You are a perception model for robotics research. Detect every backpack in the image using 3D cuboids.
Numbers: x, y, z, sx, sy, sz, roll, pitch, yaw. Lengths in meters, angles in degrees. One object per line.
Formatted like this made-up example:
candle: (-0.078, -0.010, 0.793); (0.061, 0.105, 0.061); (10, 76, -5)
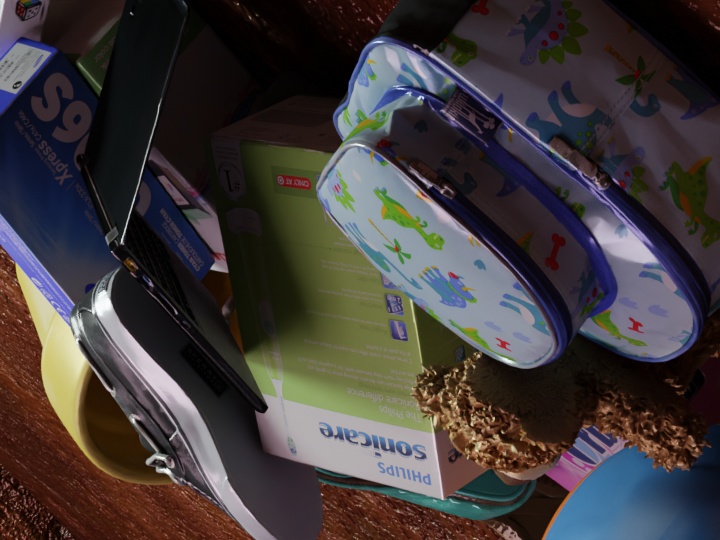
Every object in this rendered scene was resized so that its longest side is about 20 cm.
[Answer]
backpack: (0.083, -0.040, 0.980); (0.200, 0.147, 0.183); (36, 166, -1)

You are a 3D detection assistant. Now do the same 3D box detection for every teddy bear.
teddy bear: (0.115, 0.050, 1.079); (0.145, 0.200, 0.067); (25, 131, 11)

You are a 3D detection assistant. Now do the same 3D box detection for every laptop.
laptop: (-0.091, -0.055, 1.197); (0.200, 0.116, 0.187); (50, -178, -22)

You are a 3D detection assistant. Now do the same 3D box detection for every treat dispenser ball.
treat dispenser ball: (0.185, 0.180, 1.100); (0.201, 0.201, 0.201); (35, 162, 13)

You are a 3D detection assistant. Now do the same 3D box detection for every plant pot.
plant pot: (-0.163, 0.027, 1.602); (0.189, 0.201, 0.201); (45, 171, 43)

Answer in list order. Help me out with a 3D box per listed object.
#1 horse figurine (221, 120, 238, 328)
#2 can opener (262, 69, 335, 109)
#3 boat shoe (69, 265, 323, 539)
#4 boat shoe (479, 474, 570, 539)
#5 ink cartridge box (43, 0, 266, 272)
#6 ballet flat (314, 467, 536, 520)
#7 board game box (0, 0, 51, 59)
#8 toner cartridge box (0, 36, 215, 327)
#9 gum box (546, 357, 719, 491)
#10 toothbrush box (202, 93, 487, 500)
horse figurine: (0.000, 0.000, 1.315); (0.199, 0.133, 0.050); (18, -179, 1)
can opener: (0.018, -0.042, 1.254); (0.200, 0.066, 0.053); (41, 162, 14)
boat shoe: (-0.102, 0.092, 1.273); (0.199, 0.074, 0.068); (50, 132, -6)
boat shoe: (0.119, 0.155, 1.398); (0.200, 0.072, 0.065); (33, -166, -2)
ink cartridge box: (-0.122, -0.092, 1.370); (0.200, 0.084, 0.145); (49, 161, -26)
ballet flat: (0.011, 0.113, 1.332); (0.199, 0.068, 0.070); (17, 160, 3)
board game box: (-0.245, -0.144, 1.346); (0.126, 0.035, 0.200); (56, 140, 38)
toner cartridge box: (-0.175, -0.039, 1.311); (0.043, 0.095, 0.200); (22, 155, 43)
gum box: (0.144, 0.074, 1.265); (0.113, 0.066, 0.200); (37, 162, 4)
toothbrush box: (0.005, 0.011, 1.197); (0.145, 0.086, 0.201); (9, 116, 42)
